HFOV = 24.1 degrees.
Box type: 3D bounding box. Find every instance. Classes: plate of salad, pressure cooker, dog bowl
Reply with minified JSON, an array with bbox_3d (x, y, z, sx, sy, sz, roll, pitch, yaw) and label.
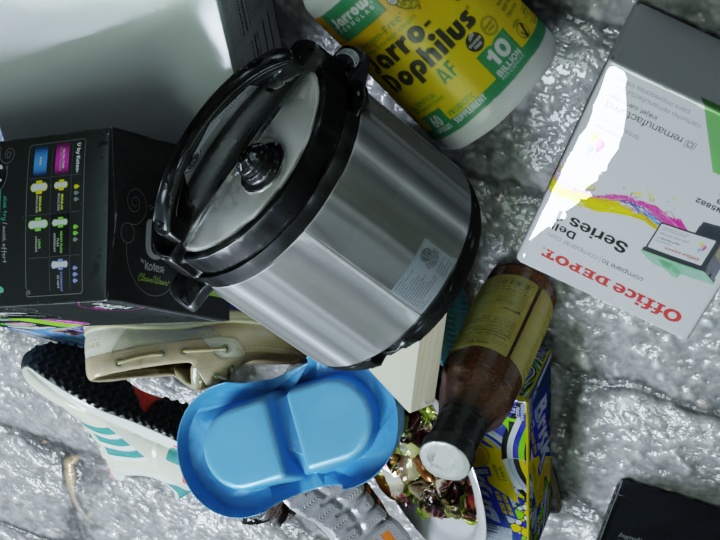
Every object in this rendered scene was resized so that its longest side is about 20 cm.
[{"bbox_3d":[0.040,0.161,1.426,0.200,0.048,0.201,48,151,37],"label":"plate of salad"},{"bbox_3d":[-0.037,-0.049,1.144,0.178,0.177,0.200,-26,132,38],"label":"pressure cooker"},{"bbox_3d":[-0.053,0.133,1.384,0.199,0.050,0.112,-19,83,21],"label":"dog bowl"}]

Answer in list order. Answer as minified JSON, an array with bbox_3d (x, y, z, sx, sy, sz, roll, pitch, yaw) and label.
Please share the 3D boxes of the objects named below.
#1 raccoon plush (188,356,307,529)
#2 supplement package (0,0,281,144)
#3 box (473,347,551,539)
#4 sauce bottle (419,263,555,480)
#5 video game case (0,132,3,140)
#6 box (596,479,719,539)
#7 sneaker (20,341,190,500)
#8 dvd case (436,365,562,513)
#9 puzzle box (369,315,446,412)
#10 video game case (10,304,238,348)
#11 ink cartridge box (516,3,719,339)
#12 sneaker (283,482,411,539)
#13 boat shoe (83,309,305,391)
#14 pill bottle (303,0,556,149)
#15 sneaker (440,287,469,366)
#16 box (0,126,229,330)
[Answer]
[{"bbox_3d":[-0.104,0.143,1.562,0.134,0.097,0.201,25,105,25],"label":"raccoon plush"},{"bbox_3d":[-0.173,-0.176,1.256,0.199,0.111,0.156,0,125,16],"label":"supplement package"},{"bbox_3d":[0.122,0.154,1.416,0.064,0.070,0.201,11,132,18],"label":"box"},{"bbox_3d":[0.095,0.077,1.297,0.066,0.200,0.066,15,132,17],"label":"sauce bottle"},{"bbox_3d":[-0.248,-0.147,1.402,0.199,0.026,0.181,-9,123,32],"label":"video game case"},{"bbox_3d":[0.238,0.327,1.439,0.123,0.197,0.201,15,132,13],"label":"box"},{"bbox_3d":[-0.223,0.143,1.506,0.199,0.070,0.094,27,120,-12],"label":"sneaker"},{"bbox_3d":[0.088,0.131,1.476,0.148,0.016,0.201,1,128,26],"label":"dvd case"},{"bbox_3d":[0.000,0.000,1.317,0.200,0.025,0.134,46,143,40],"label":"puzzle box"},{"bbox_3d":[-0.218,0.021,1.439,0.181,0.046,0.200,-15,158,34],"label":"video game case"},{"bbox_3d":[0.215,-0.066,1.197,0.144,0.084,0.200,26,135,5],"label":"ink cartridge box"},{"bbox_3d":[-0.035,0.189,1.489,0.200,0.077,0.112,58,171,-13],"label":"sneaker"},{"bbox_3d":[-0.136,0.072,1.422,0.199,0.065,0.072,5,159,-24],"label":"boat shoe"},{"bbox_3d":[0.031,-0.189,1.164,0.200,0.113,0.113,45,133,-13],"label":"pill bottle"},{"bbox_3d":[0.033,-0.013,1.341,0.080,0.077,0.201,13,129,27],"label":"sneaker"},{"bbox_3d":[-0.213,-0.025,1.227,0.199,0.148,0.125,-4,82,31],"label":"box"}]
